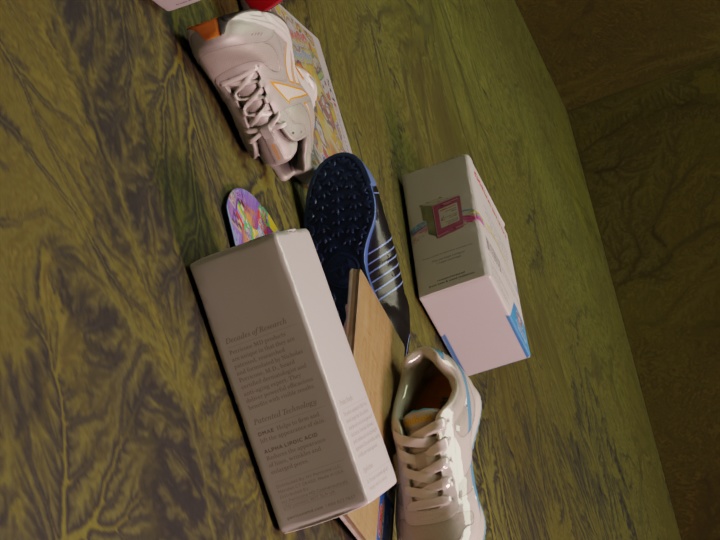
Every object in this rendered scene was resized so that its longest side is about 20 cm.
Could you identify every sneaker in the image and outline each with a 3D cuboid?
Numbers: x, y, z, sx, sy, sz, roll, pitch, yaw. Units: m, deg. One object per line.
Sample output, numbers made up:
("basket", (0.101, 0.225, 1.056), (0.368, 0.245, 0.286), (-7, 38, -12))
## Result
("sneaker", (0.000, 0.000, 1.767), (0.078, 0.070, 0.200), (37, 44, -66))
("sneaker", (0.055, 0.157, 1.642), (0.081, 0.076, 0.200), (55, 27, -48))
("sneaker", (-0.077, -0.137, 1.628), (0.200, 0.076, 0.092), (43, 35, -63))

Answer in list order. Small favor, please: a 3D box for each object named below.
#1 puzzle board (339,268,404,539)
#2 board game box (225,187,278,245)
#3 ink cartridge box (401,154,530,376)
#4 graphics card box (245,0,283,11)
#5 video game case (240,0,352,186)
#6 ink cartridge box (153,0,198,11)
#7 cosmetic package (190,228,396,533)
("puzzle board", (0.005, 0.120, 1.612), (0.151, 0.017, 0.200), (61, 30, -59))
("board game box", (-0.046, 0.025, 1.580), (0.158, 0.039, 0.200), (39, 34, -68))
("ink cartridge box", (0.116, -0.007, 2.244), (0.200, 0.085, 0.145), (-95, 162, -45))
("graphics card box", (-0.091, -0.298, 1.801), (0.126, 0.051, 0.200), (55, 15, -7))
("video game case", (-0.051, -0.156, 1.881), (0.200, 0.023, 0.182), (29, 43, -72))
("ink cartridge box", (-0.157, -0.288, 1.465), (0.200, 0.084, 0.146), (26, 46, -73))
("cosmetic package", (-0.046, 0.075, 1.434), (0.102, 0.074, 0.200), (-8, 77, -78))
